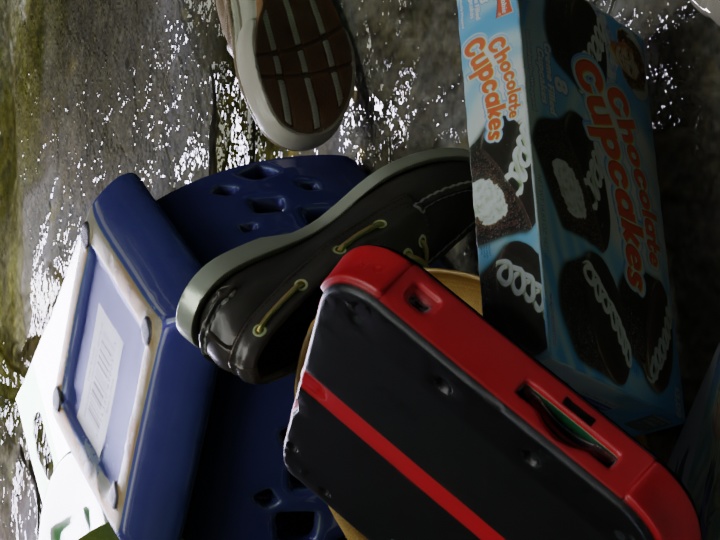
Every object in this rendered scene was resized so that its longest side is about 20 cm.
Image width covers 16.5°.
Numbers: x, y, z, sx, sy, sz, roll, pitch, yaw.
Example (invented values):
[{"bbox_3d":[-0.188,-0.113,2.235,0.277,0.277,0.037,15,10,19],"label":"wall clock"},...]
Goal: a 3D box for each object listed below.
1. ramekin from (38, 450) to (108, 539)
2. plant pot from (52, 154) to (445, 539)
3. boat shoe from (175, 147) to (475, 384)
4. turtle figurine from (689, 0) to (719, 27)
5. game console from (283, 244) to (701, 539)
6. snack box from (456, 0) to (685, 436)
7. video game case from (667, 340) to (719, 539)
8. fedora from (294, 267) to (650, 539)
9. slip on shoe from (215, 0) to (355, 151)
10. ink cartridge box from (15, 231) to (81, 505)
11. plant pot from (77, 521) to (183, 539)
[{"bbox_3d":[-0.152,0.209,1.702,0.200,0.097,0.202,-179,90,-65],"label":"ramekin"},{"bbox_3d":[-0.069,0.057,1.437,0.200,0.179,0.201,51,134,52],"label":"plant pot"},{"bbox_3d":[0.000,0.000,1.301,0.061,0.201,0.072,40,145,33],"label":"boat shoe"},{"bbox_3d":[0.135,-0.191,1.039,0.200,0.144,0.194,-50,58,3],"label":"turtle figurine"},{"bbox_3d":[0.052,0.094,1.093,0.200,0.031,0.177,40,148,18],"label":"game console"},{"bbox_3d":[0.096,-0.034,1.137,0.037,0.116,0.201,-19,63,32],"label":"snack box"},{"bbox_3d":[0.148,0.132,1.065,0.200,0.022,0.183,-81,8,-58],"label":"video game case"},{"bbox_3d":[0.041,0.097,1.201,0.200,0.082,0.202,14,119,26],"label":"fedora"},{"bbox_3d":[-0.055,-0.145,1.528,0.061,0.076,0.201,-54,39,43],"label":"slip on shoe"},{"bbox_3d":[-0.202,0.086,1.870,0.201,0.048,0.146,115,146,-42],"label":"ink cartridge box"},{"bbox_3d":[-0.099,0.245,1.435,0.193,0.199,0.201,48,133,40],"label":"plant pot"}]
